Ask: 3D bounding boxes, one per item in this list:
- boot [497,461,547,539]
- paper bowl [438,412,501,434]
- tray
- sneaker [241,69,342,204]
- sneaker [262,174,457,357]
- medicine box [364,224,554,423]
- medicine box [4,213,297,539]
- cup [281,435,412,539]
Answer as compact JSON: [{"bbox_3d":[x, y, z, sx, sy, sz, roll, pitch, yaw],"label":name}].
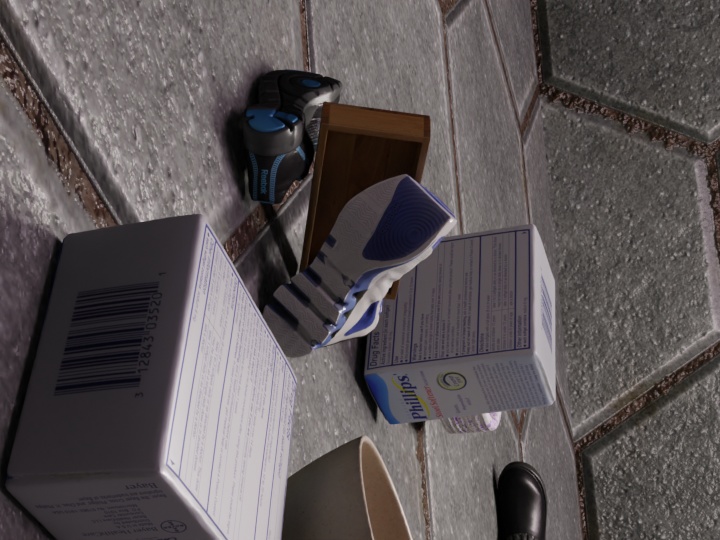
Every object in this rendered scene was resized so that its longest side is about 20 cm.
[{"bbox_3d":[0.255,0.425,2.201,0.158,0.078,0.215,-40,123,-72],"label":"boot"},{"bbox_3d":[0.116,0.108,1.778,0.200,0.103,0.204,-8,90,-76],"label":"paper bowl"},{"bbox_3d":[0.001,-0.061,1.294,0.037,0.097,0.202,-88,-174,-46],"label":"tray"},{"bbox_3d":[-0.069,-0.131,1.294,0.200,0.072,0.083,-57,155,-61],"label":"sneaker"},{"bbox_3d":[-0.001,0.001,1.278,0.081,0.199,0.115,47,6,13],"label":"sneaker"},{"bbox_3d":[0.114,0.061,1.578,0.103,0.197,0.184,63,24,-45],"label":"medicine box"},{"bbox_3d":[-0.122,0.101,0.892,0.201,0.101,0.184,66,23,-49],"label":"medicine box"},{"bbox_3d":[-0.034,0.241,1.044,0.200,0.141,0.203,-17,90,-83],"label":"cup"}]
